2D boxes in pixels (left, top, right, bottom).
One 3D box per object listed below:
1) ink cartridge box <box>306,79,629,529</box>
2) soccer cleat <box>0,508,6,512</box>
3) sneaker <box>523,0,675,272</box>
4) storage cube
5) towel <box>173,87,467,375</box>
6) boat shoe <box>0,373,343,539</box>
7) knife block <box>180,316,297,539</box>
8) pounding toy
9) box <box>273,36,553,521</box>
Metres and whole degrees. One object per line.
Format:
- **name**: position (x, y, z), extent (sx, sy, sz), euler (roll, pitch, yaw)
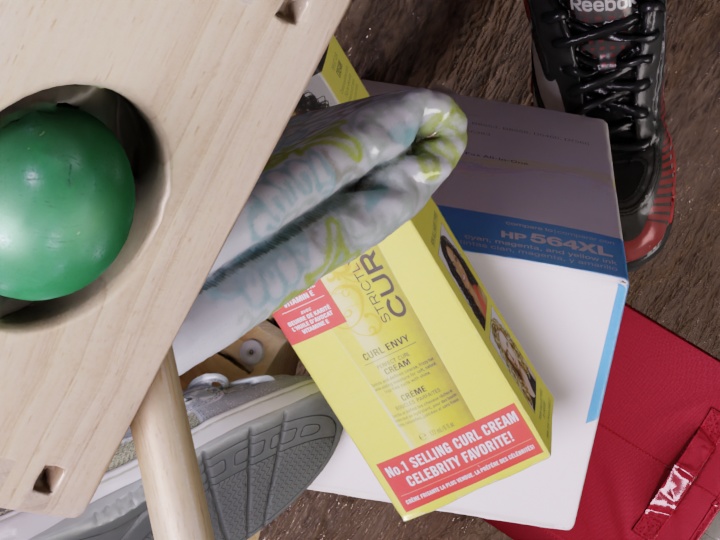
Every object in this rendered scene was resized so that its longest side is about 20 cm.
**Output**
- **ink cartridge box**: position (0.046, 0.005, 1.087), extent (0.200, 0.125, 0.129), euler (-83, -178, -63)
- **soccer cleat**: position (-0.116, 0.017, 0.908), extent (0.200, 0.070, 0.087), euler (-42, 146, -54)
- **sneaker**: position (0.116, -0.100, 1.158), extent (0.098, 0.071, 0.201), euler (67, 17, -84)
- **storage cube**: position (0.187, 0.137, 1.699), extent (0.171, 0.179, 0.200), euler (-55, 163, -8)
- **towel**: position (-0.081, 0.005, 0.786), extent (0.200, 0.171, 0.048), euler (-35, 107, -38)
- **boat shoe**: position (-0.097, 0.084, 0.953), extent (0.202, 0.065, 0.075), euler (-25, 142, -25)
- **knife block**: position (-0.081, 0.103, 1.104), extent (0.200, 0.064, 0.176), euler (-59, 163, 1)
- **pounding toy**: position (-0.094, -0.022, 0.610), extent (0.142, 0.200, 0.185), euler (17, 106, -46)
- **box**: position (0.000, 0.000, 0.947), extent (0.075, 0.200, 0.050), euler (-24, -158, 16)
